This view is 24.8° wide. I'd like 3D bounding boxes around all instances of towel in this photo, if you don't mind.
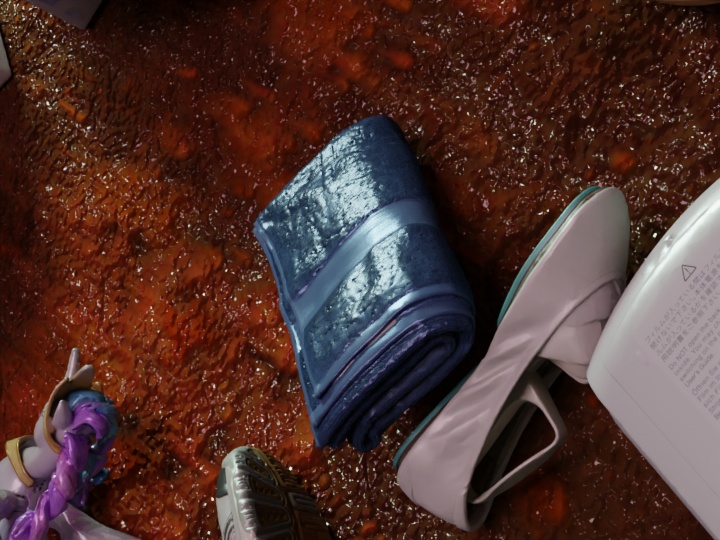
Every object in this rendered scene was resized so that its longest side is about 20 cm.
[{"bbox_3d":[0.000,0.000,0.903,0.112,0.048,0.201,-46,32,20],"label":"towel"}]

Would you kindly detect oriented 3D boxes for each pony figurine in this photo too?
[{"bbox_3d":[-0.215,0.168,1.027,0.200,0.165,0.195,-39,44,45],"label":"pony figurine"}]

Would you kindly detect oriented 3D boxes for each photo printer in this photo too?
[{"bbox_3d":[0.200,0.047,0.731,0.167,0.069,0.200,-53,48,16],"label":"photo printer"}]

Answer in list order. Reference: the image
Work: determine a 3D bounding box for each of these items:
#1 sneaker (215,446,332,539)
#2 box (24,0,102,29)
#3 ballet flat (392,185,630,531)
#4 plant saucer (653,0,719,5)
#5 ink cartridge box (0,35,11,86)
[{"bbox_3d":[-0.055,0.195,0.906,0.087,0.075,0.201,-38,53,25],"label":"sneaker"},{"bbox_3d":[-0.209,-0.298,1.188,0.201,0.112,0.101,-56,48,12],"label":"box"},{"bbox_3d":[0.092,0.052,0.838,0.201,0.069,0.070,-57,47,20],"label":"ballet flat"},{"bbox_3d":[0.196,-0.230,0.854,0.199,0.037,0.202,-15,67,37],"label":"plant saucer"},{"bbox_3d":[-0.393,-0.165,1.247,0.145,0.199,0.085,-40,52,24],"label":"ink cartridge box"}]
